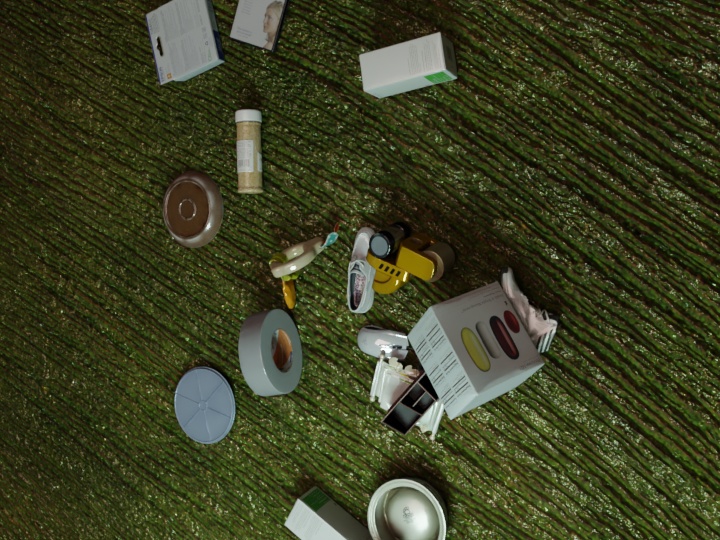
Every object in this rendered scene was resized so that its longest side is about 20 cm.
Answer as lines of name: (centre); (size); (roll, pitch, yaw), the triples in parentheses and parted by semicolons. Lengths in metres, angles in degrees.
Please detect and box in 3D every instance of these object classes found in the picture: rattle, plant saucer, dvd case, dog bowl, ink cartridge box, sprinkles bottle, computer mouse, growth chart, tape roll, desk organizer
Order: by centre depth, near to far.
desk organizer: (0.136, 0.284, 1.636); (0.072, 0.077, 0.201); (41, 106, 7)
growth chart: (0.112, 0.291, 1.702); (0.197, 0.018, 0.148); (28, 114, 14)
dog bowl: (0.118, 0.580, 1.707); (0.195, 0.073, 0.207); (1, 93, 24)
computer mouse: (0.076, 0.181, 1.722); (0.195, 0.044, 0.113); (7, 96, 23)
tape roll: (-0.216, 0.199, 1.764); (0.064, 0.199, 0.207); (-10, 89, 23)
rattle: (-0.115, -0.009, 1.784); (0.196, 0.130, 0.146); (-25, 94, -5)
dvd case: (-0.246, -0.668, 1.833); (0.140, 0.017, 0.205); (22, 100, 22)
sprinkles bottle: (-0.281, -0.300, 1.839); (0.066, 0.068, 0.207); (0, 93, 23)
ink cartridge box: (-0.463, -0.613, 1.917); (0.195, 0.040, 0.206); (-14, 87, 23)
plant saucer: (-0.456, -0.163, 1.942); (0.195, 0.032, 0.207); (2, 94, 24)

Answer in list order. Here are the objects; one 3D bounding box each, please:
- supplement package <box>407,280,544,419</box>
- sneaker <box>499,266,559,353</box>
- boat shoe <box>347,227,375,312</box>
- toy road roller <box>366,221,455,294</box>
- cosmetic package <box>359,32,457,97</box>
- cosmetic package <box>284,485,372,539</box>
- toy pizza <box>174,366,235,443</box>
supplement package: (0.240, 0.166, 1.532); (0.203, 0.187, 0.148); (62, 151, 19)
sneaker: (0.370, 0.083, 1.585); (0.112, 0.076, 0.206); (-13, 95, 14)
boat shoe: (0.000, 0.000, 1.732); (0.070, 0.068, 0.206); (13, 98, 22)
toy road roller: (0.105, -0.009, 1.664); (0.196, 0.122, 0.150); (24, 116, 21)
cosmetic package: (0.107, -0.459, 1.636); (0.195, 0.107, 0.088); (-10, 90, 25)
cosmetic package: (-0.074, 0.635, 1.774); (0.197, 0.107, 0.086); (33, 103, 17)
toy pizza: (-0.414, 0.359, 1.948); (0.195, 0.032, 0.207); (1, 92, 23)
